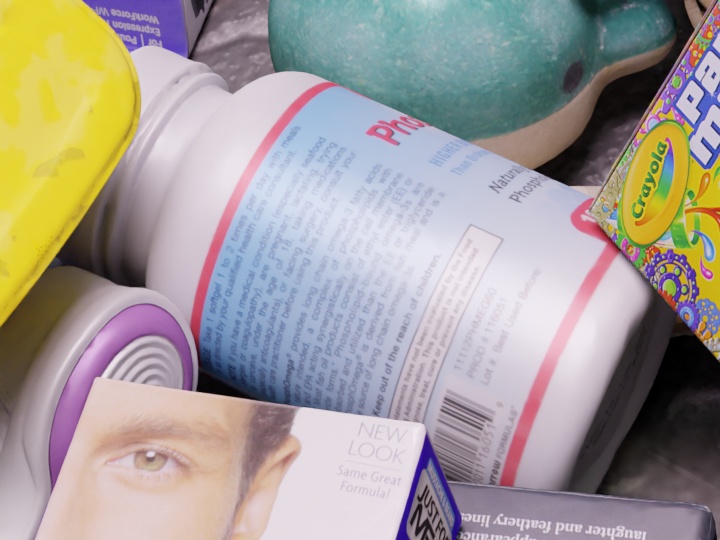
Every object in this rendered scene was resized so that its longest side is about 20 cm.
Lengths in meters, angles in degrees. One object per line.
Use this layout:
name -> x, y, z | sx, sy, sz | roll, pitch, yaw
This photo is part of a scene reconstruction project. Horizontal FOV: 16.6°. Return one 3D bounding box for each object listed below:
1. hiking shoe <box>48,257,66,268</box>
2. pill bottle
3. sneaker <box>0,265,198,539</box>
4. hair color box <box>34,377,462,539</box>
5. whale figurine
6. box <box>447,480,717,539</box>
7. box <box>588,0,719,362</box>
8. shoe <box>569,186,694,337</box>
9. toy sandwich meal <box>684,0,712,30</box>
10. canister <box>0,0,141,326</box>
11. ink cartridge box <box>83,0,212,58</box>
hiking shoe -> -0.096, 0.086, 0.867 | 0.086, 0.074, 0.201 | 6, 70, 12
pill bottle -> 0.000, 0.000, 0.829 | 0.199, 0.109, 0.109 | 25, 66, 15
sneaker -> -0.131, 0.088, 0.806 | 0.099, 0.075, 0.201 | 23, 78, 45
hair color box -> -0.051, 0.135, 0.695 | 0.109, 0.065, 0.201 | 7, 58, 19
whale figurine -> 0.048, -0.122, 0.938 | 0.159, 0.104, 0.200 | 21, 51, 29
box -> 0.026, 0.175, 0.753 | 0.148, 0.107, 0.201 | 5, 58, 16
box -> 0.217, -0.005, 0.758 | 0.199, 0.122, 0.193 | -2, 43, -42
shoe -> 0.059, 0.004, 0.897 | 0.199, 0.053, 0.070 | -4, 87, 15
toy sandwich meal -> 0.132, -0.149, 0.925 | 0.070, 0.205, 0.206 | -29, 46, 38
canister -> -0.165, -0.012, 0.802 | 0.087, 0.200, 0.149 | 42, 61, -16
ink cartridge box -> -0.145, -0.154, 1.046 | 0.197, 0.043, 0.201 | 10, 62, 18
